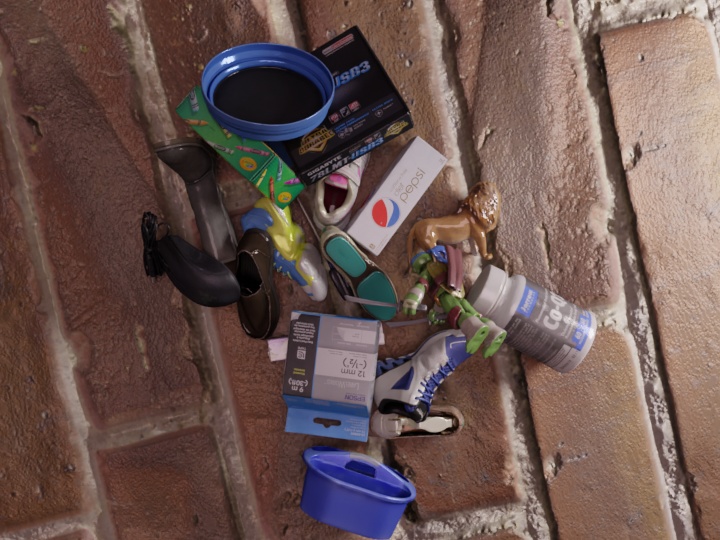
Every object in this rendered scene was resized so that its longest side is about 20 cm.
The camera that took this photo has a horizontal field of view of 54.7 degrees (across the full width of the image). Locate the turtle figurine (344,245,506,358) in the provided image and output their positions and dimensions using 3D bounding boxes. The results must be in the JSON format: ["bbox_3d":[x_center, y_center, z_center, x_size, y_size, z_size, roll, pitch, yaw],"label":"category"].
[{"bbox_3d":[0.117,0.075,1.099,0.199,0.144,0.194,-36,54,-15],"label":"turtle figurine"}]

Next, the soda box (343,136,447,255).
[{"bbox_3d":[0.057,-0.125,1.173,0.068,0.064,0.201,36,90,-9],"label":"soda box"}]

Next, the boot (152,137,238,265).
[{"bbox_3d":[-0.257,-0.104,1.117,0.072,0.182,0.202,-7,89,17],"label":"boot"}]

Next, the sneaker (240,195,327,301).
[{"bbox_3d":[-0.135,-0.027,1.179,0.104,0.076,0.201,-25,93,18],"label":"sneaker"}]

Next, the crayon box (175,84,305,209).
[{"bbox_3d":[-0.188,-0.192,1.091,0.058,0.119,0.200,-47,66,1],"label":"crayon box"}]

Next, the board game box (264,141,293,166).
[{"bbox_3d":[-0.103,-0.242,1.171,0.199,0.039,0.159,-16,68,10],"label":"board game box"}]

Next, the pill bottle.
[{"bbox_3d":[0.280,0.078,1.164,0.199,0.114,0.114,28,91,-3],"label":"pill bottle"}]

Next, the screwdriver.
[{"bbox_3d":[-0.060,-0.041,1.191,0.029,0.028,0.201,-23,94,-7],"label":"screwdriver"}]

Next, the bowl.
[{"bbox_3d":[-0.139,-0.270,1.052,0.199,0.040,0.202,4,51,-4],"label":"bowl"}]

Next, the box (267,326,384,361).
[{"bbox_3d":[-0.059,0.121,1.191,0.198,0.041,0.039,-9,91,-2],"label":"box"}]

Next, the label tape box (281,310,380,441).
[{"bbox_3d":[-0.049,0.173,1.129,0.142,0.066,0.202,6,85,7],"label":"label tape box"}]

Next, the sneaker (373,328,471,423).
[{"bbox_3d":[0.105,0.188,1.154,0.198,0.116,0.081,-26,136,4],"label":"sneaker"}]

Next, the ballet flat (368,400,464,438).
[{"bbox_3d":[0.081,0.255,1.187,0.198,0.067,0.069,-3,92,-1],"label":"ballet flat"}]

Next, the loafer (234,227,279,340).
[{"bbox_3d":[-0.182,0.032,1.141,0.072,0.071,0.201,7,117,18],"label":"loafer"}]

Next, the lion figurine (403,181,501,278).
[{"bbox_3d":[0.151,-0.068,1.173,0.199,0.072,0.123,-19,106,-9],"label":"lion figurine"}]

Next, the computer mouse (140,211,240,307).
[{"bbox_3d":[-0.283,0.004,1.114,0.199,0.053,0.139,28,136,17],"label":"computer mouse"}]

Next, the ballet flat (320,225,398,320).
[{"bbox_3d":[0.000,0.000,1.175,0.067,0.062,0.200,-34,118,2],"label":"ballet flat"}]

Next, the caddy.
[{"bbox_3d":[-0.008,0.354,1.151,0.199,0.141,0.106,19,94,-3],"label":"caddy"}]

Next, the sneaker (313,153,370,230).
[{"bbox_3d":[-0.029,-0.162,1.159,0.081,0.088,0.202,10,91,-2],"label":"sneaker"}]

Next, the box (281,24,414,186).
[{"bbox_3d":[-0.045,-0.265,1.115,0.199,0.050,0.199,-28,67,4],"label":"box"}]
